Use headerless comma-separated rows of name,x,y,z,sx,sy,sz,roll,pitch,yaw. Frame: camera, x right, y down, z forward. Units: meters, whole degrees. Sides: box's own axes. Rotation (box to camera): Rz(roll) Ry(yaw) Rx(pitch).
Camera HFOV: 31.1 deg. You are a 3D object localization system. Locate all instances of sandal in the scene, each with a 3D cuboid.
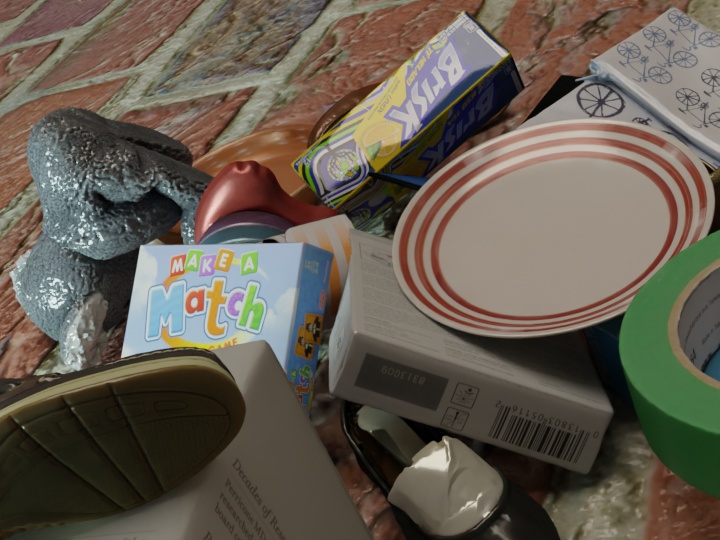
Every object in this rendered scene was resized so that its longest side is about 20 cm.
sandal,-0.002,-0.007,0.922,0.207,0.059,0.079,-6,57,-29

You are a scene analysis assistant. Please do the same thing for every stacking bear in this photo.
stacking bear,-0.081,0.034,0.966,0.114,0.121,0.200,-43,28,31

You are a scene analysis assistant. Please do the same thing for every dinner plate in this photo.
dinner plate,0.118,-0.025,0.799,0.200,0.024,0.200,-14,38,11

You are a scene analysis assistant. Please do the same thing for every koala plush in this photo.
koala plush,-0.233,-0.024,1.127,0.177,0.184,0.200,39,106,46

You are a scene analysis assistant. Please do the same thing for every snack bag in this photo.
snack bag,0.236,-0.102,0.946,0.200,0.021,0.189,-34,58,-23

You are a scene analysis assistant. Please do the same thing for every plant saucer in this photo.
plant saucer,-0.109,-0.076,1.250,0.200,0.037,0.200,-19,28,11

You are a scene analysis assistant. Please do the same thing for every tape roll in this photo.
tape roll,0.232,0.035,0.644,0.200,0.048,0.200,-17,29,10

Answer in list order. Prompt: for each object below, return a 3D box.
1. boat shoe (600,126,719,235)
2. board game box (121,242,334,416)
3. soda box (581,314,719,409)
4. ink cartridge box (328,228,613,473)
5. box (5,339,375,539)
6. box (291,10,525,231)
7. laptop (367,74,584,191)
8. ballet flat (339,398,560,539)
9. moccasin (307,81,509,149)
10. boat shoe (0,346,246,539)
boat shoe,0.220,-0.029,0.818,0.075,0.075,0.202,-36,49,-19
board game box,-0.098,0.083,0.839,0.151,0.037,0.200,0,76,38
soda box,0.210,0.064,0.730,0.068,0.064,0.200,-31,29,-13
ink cartridge box,0.061,0.043,0.818,0.160,0.047,0.200,17,18,-7
box,-0.114,0.172,0.650,0.199,0.200,0.171,-12,33,22
box,0.042,-0.124,1.105,0.200,0.070,0.064,-42,64,1
laptop,0.140,-0.104,1.026,0.200,0.103,0.177,-51,35,-12
ballet flat,0.039,0.122,0.755,0.068,0.068,0.200,-42,31,-11
moccasin,0.046,-0.134,1.187,0.201,0.074,0.078,-16,30,-24
boat shoe,-0.146,0.075,0.556,0.201,0.072,0.066,-25,35,6
